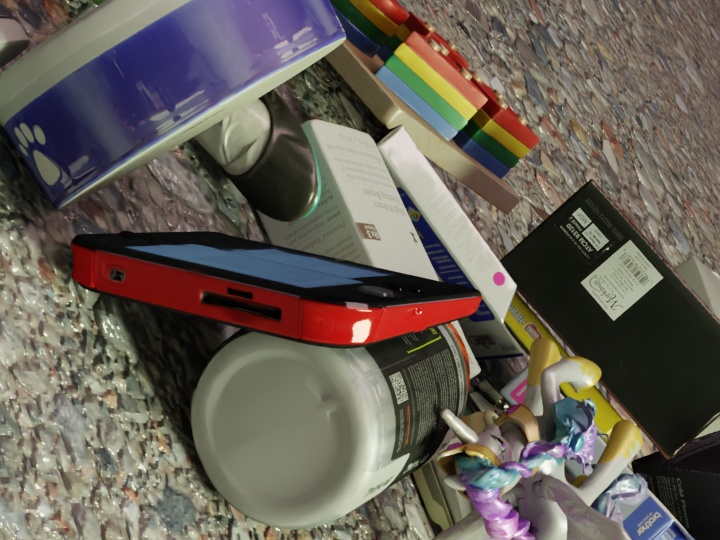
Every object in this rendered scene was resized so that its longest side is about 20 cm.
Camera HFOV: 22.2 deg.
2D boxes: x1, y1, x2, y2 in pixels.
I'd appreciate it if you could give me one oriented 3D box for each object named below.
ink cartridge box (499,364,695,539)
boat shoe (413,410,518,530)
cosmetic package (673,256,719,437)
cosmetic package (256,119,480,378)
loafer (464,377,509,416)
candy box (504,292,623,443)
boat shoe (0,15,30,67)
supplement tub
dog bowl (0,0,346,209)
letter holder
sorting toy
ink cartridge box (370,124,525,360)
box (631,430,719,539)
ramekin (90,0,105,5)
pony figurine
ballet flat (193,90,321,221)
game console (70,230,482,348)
[{"bbox_3d":[0.192,0.165,1.379,0.200,0.042,0.119,46,1,30],"label":"ink cartridge box"},{"bbox_3d":[0.103,0.194,1.276,0.201,0.068,0.075,64,23,11],"label":"boat shoe"},{"bbox_3d":[0.365,0.098,1.916,0.107,0.090,0.201,37,28,-41],"label":"cosmetic package"},{"bbox_3d":[0.000,0.000,1.302,0.102,0.074,0.201,5,56,-62],"label":"cosmetic package"},{"bbox_3d":[0.113,0.142,1.368,0.072,0.063,0.201,6,56,-62],"label":"loafer"},{"bbox_3d":[0.142,0.056,1.493,0.200,0.026,0.102,50,-1,12],"label":"candy box"},{"bbox_3d":[-0.244,-0.124,0.955,0.064,0.071,0.200,61,24,3],"label":"boat shoe"},{"bbox_3d":[-0.009,0.077,1.121,0.123,0.122,0.200,61,23,5],"label":"supplement tub"},{"bbox_3d":[-0.110,-0.117,1.055,0.079,0.199,0.200,60,23,-5],"label":"dog bowl"},{"bbox_3d":[0.210,0.040,1.466,0.200,0.100,0.142,49,1,5],"label":"letter holder"},{"bbox_3d":[0.045,-0.164,1.517,0.199,0.070,0.200,31,17,-50],"label":"sorting toy"},{"bbox_3d":[0.058,-0.018,1.423,0.037,0.095,0.200,-39,102,-23],"label":"ink cartridge box"},{"bbox_3d":[0.317,0.235,1.432,0.182,0.104,0.201,177,-102,-72],"label":"box"},{"bbox_3d":[-0.124,-0.241,1.250,0.199,0.098,0.201,27,33,-19],"label":"ramekin"},{"bbox_3d":[0.116,0.151,1.169,0.200,0.166,0.194,-31,106,-57],"label":"pony figurine"},{"bbox_3d":[-0.092,-0.114,1.275,0.068,0.068,0.201,18,35,-44],"label":"ballet flat"},{"bbox_3d":[-0.050,0.004,1.066,0.177,0.199,0.031,-13,113,-61],"label":"game console"}]
